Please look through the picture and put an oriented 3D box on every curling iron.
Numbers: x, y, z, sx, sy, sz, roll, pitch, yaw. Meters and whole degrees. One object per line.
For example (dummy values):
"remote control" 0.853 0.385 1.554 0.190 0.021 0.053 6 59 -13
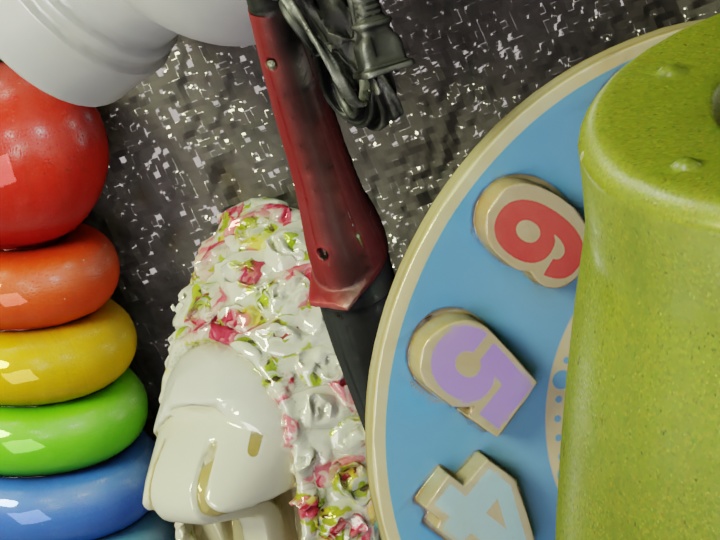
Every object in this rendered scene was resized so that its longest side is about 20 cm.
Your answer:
"curling iron" 0.000 0.000 0.768 0.026 0.050 0.200 -26 133 -19

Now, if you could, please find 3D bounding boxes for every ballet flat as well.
"ballet flat" -0.030 0.081 0.844 0.076 0.064 0.200 0 99 42

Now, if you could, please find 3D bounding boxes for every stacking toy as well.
"stacking toy" -0.092 0.036 0.870 0.085 0.085 0.200 2 108 15

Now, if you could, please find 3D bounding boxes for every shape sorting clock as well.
"shape sorting clock" 0.097 0.033 0.774 0.200 0.039 0.200 -7 108 -21

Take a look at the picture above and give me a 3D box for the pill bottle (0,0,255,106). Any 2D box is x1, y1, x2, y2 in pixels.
"pill bottle" -0.018 -0.127 0.751 0.200 0.104 0.104 -37 100 26

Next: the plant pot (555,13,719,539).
"plant pot" 0.126 0.043 0.654 0.200 0.200 0.193 -3 116 17
